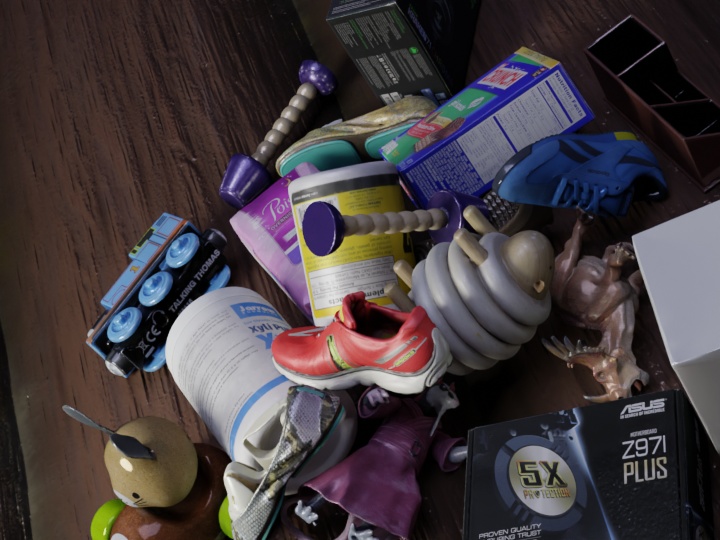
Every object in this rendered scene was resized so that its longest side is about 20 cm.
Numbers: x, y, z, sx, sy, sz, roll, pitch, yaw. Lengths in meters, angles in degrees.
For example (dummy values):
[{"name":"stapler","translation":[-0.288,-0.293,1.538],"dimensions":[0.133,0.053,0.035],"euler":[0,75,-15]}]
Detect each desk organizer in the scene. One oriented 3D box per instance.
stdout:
[{"name":"desk organizer","translation":[0.313,-0.175,1.578],"dimensions":[0.072,0.077,0.200],"euler":[-36,43,1]}]

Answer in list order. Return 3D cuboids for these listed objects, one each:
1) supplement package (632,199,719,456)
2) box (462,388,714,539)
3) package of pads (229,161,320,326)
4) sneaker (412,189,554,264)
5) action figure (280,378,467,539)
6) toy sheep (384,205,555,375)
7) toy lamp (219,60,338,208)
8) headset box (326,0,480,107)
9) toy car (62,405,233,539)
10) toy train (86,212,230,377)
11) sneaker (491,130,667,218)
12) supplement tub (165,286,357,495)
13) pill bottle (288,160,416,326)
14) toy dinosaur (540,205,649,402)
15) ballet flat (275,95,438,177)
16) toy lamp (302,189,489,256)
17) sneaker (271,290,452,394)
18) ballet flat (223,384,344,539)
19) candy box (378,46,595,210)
[{"name":"supplement package","translation":[0.354,0.045,1.272],"dimensions":[0.190,0.200,0.148],"euler":[-22,45,14]},{"name":"box","translation":[0.194,0.206,1.320],"dimensions":[0.199,0.086,0.164],"euler":[-13,47,24]},{"name":"package of pads","translation":[-0.046,-0.026,1.685],"dimensions":[0.120,0.076,0.200],"euler":[-38,43,-5]},{"name":"sneaker","translation":[0.114,-0.011,1.582],"dimensions":[0.200,0.075,0.071],"euler":[-37,53,29]},{"name":"action figure","translation":[0.037,0.180,1.463],"dimensions":[0.200,0.134,0.149],"euler":[-52,1,-33]},{"name":"toy sheep","translation":[0.100,0.029,1.445],"dimensions":[0.200,0.138,0.138],"euler":[-37,39,30]},{"name":"toy lamp","translation":[-0.101,-0.160,1.840],"dimensions":[0.058,0.058,0.201],"euler":[12,60,39]},{"name":"headset box","translation":[0.056,-0.308,1.791],"dimensions":[0.092,0.174,0.201],"euler":[-9,48,28]},{"name":"toy car","translation":[-0.209,0.206,1.498],"dimensions":[0.164,0.200,0.158],"euler":[22,67,43]},{"name":"toy train","translation":[-0.232,0.030,1.756],"dimensions":[0.114,0.087,0.200],"euler":[18,67,52]},{"name":"sneaker","translation":[0.220,-0.087,1.508],"dimensions":[0.199,0.066,0.079],"euler":[-9,53,-35]},{"name":"supplement tub","translation":[-0.101,0.119,1.554],"dimensions":[0.132,0.132,0.200],"euler":[-40,44,-4]},{"name":"pill bottle","translation":[0.000,0.000,1.541],"dimensions":[0.114,0.114,0.201],"euler":[-11,89,25]},{"name":"toy dinosaur","translation":[0.212,0.028,1.471],"dimensions":[0.136,0.086,0.200],"euler":[-55,30,11]},{"name":"ballet flat","translation":[-0.001,-0.152,1.773],"dimensions":[0.199,0.071,0.071],"euler":[-16,46,13]},{"name":"toy lamp","translation":[0.040,-0.046,1.471],"dimensions":[0.199,0.059,0.058],"euler":[-8,26,-39]},{"name":"sneaker","translation":[-0.005,0.057,1.422],"dimensions":[0.199,0.085,0.077],"euler":[-2,33,38]},{"name":"ballet flat","translation":[-0.087,0.183,1.433],"dimensions":[0.201,0.072,0.072],"euler":[-60,36,24]},{"name":"candy box","translation":[0.128,-0.144,1.629],"dimensions":[0.199,0.077,0.169],"euler":[-34,14,1]}]
